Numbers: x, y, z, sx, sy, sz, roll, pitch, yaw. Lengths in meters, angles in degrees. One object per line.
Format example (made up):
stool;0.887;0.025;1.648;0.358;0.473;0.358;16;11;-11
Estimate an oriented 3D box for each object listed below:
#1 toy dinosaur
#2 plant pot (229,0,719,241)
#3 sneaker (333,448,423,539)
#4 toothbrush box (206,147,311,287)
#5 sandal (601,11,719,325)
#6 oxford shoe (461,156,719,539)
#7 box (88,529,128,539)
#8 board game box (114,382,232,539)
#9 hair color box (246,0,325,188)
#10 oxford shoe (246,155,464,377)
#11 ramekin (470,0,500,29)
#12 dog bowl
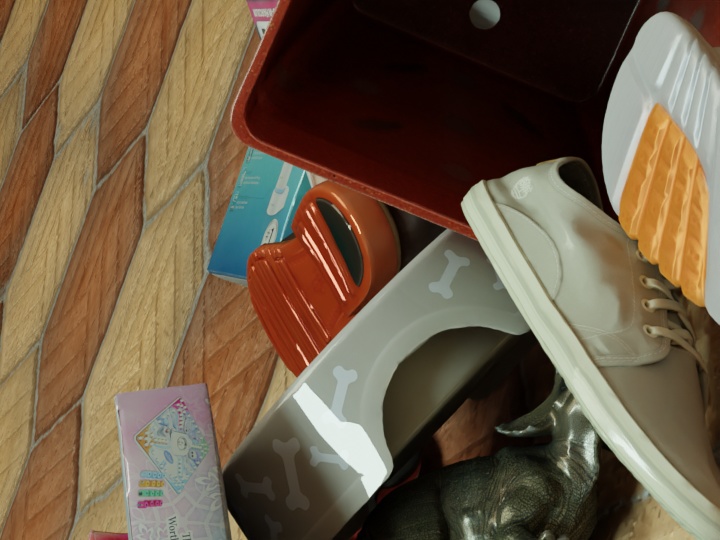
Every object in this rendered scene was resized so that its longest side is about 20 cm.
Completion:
toy dinosaur;0.047;0.112;1.101;0.200;0.077;0.102;-35;34;17
plant pot;0.074;-0.130;1.156;0.176;0.199;0.200;-88;21;-73
sneaker;-0.009;0.143;1.302;0.200;0.073;0.087;-89;3;-61
toothbrush box;-0.004;-0.077;1.494;0.146;0.085;0.201;-176;103;-74
sandal;0.156;-0.013;0.985;0.207;0.059;0.079;60;137;40
oxford shoe;0.102;0.026;1.023;0.058;0.075;0.200;-33;50;6
box;-0.092;0.223;1.323;0.200;0.099;0.096;95;179;-51
board game box;-0.066;0.184;1.099;0.200;0.043;0.199;89;172;-56
hair color box;0.004;-0.075;1.320;0.100;0.060;0.201;-165;54;-74
oxford shoe;0.000;0.000;1.247;0.071;0.072;0.200;61;157;6
ramekin;0.069;-0.215;1.335;0.202;0.094;0.203;-166;90;-85
dog bowl;0.016;0.052;1.171;0.200;0.059;0.200;-46;-5;-5
